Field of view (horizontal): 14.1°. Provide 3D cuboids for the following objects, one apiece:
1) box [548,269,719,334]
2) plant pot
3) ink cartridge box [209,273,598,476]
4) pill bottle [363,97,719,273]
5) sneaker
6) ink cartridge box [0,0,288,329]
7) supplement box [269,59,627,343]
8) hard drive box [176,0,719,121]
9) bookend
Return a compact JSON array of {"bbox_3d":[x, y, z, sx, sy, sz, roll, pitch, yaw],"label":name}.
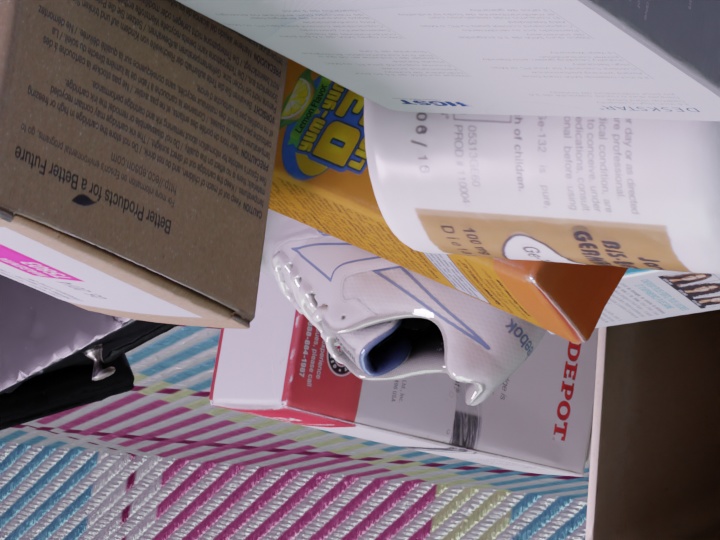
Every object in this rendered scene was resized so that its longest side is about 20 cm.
[{"bbox_3d":[0.166,-0.015,1.373,0.199,0.049,0.082,-10,162,23],"label":"box"},{"bbox_3d":[0.245,0.058,1.498,0.199,0.200,0.177,4,-179,27],"label":"plant pot"},{"bbox_3d":[0.033,0.022,1.558,0.200,0.147,0.083,15,170,-32],"label":"ink cartridge box"},{"bbox_3d":[0.112,-0.057,1.089,0.199,0.115,0.114,4,170,24],"label":"pill bottle"},{"bbox_3d":[0.000,0.000,1.295,0.200,0.087,0.075,15,149,39],"label":"sneaker"},{"bbox_3d":[-0.095,-0.080,0.981,0.075,0.165,0.200,4,170,23],"label":"ink cartridge box"},{"bbox_3d":[0.022,-0.041,1.233,0.200,0.067,0.069,23,167,36],"label":"supplement box"},{"bbox_3d":[0.031,-0.110,0.953,0.155,0.077,0.200,4,169,30],"label":"hard drive box"},{"bbox_3d":[-0.116,-0.003,1.252,0.198,0.092,0.200,-27,173,35],"label":"bookend"}]
